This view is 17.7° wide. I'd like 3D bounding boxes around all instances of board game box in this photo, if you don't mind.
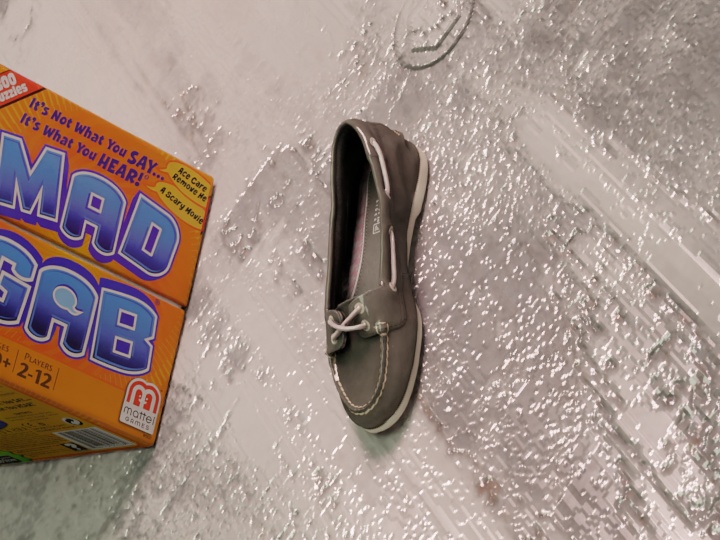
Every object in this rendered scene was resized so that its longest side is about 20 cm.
[{"bbox_3d":[-0.255,0.003,1.596,0.199,0.199,0.202,-10,61,46],"label":"board game box"}]

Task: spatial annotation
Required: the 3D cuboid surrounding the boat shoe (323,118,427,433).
[{"bbox_3d":[0.000,0.000,1.407,0.067,0.057,0.202,-23,51,41],"label":"boat shoe"}]
